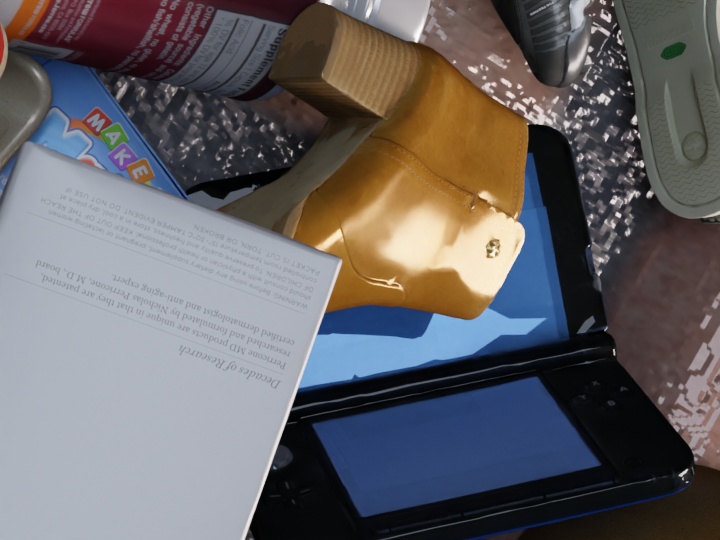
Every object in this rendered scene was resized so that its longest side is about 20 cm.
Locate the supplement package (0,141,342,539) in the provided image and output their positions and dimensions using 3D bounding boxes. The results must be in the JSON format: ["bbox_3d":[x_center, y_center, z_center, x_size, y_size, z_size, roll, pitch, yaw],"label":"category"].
[{"bbox_3d":[-0.102,0.070,0.796,0.119,0.121,0.201,20,85,-9],"label":"supplement package"}]

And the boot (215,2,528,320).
[{"bbox_3d":[0.000,-0.001,0.944,0.144,0.071,0.202,30,79,-39],"label":"boot"}]

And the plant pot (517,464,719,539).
[{"bbox_3d":[0.168,0.182,0.978,0.185,0.200,0.187,1,87,-12],"label":"plant pot"}]

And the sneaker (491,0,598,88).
[{"bbox_3d":[0.046,-0.175,1.033,0.090,0.066,0.201,-17,88,-10],"label":"sneaker"}]

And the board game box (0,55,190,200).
[{"bbox_3d":[-0.188,-0.016,0.976,0.200,0.037,0.152,-36,86,-10],"label":"board game box"}]

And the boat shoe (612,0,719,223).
[{"bbox_3d":[0.167,-0.122,1.065,0.067,0.072,0.201,4,78,-49],"label":"boat shoe"}]

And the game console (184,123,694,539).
[{"bbox_3d":[0.031,0.031,0.998,0.199,0.171,0.119,-11,117,-12],"label":"game console"}]

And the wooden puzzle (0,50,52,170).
[{"bbox_3d":[-0.260,-0.059,0.940,0.185,0.037,0.200,36,76,8],"label":"wooden puzzle"}]

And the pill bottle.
[{"bbox_3d":[-0.076,-0.137,0.957,0.199,0.114,0.115,9,86,-30],"label":"pill bottle"}]

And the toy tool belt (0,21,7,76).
[{"bbox_3d":[-0.225,-0.117,0.888,0.199,0.123,0.125,26,87,2],"label":"toy tool belt"}]
